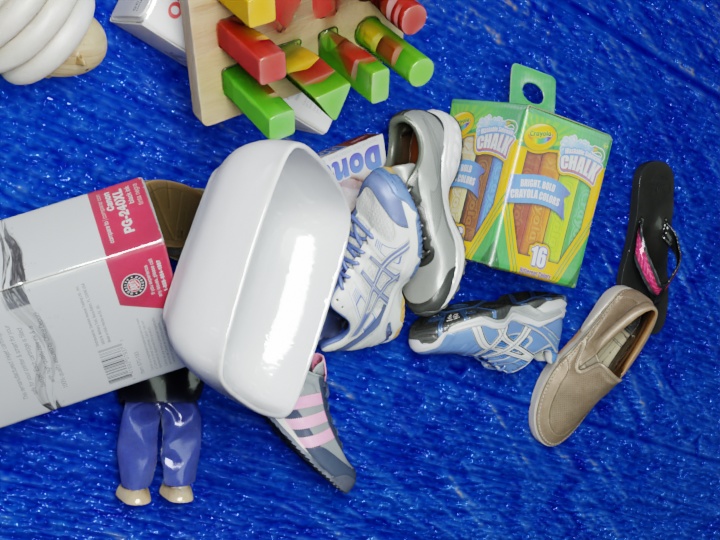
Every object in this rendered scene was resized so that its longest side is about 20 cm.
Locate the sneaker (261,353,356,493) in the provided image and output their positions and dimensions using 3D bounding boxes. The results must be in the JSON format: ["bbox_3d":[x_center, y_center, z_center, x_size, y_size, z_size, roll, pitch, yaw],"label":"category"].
[{"bbox_3d":[-0.048,0.128,1.138,0.082,0.070,0.201,-44,121,-13],"label":"sneaker"}]

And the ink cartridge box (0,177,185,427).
[{"bbox_3d":[-0.242,0.031,0.926,0.198,0.084,0.146,-17,138,-11],"label":"ink cartridge box"}]

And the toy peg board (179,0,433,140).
[{"bbox_3d":[-0.030,-0.211,0.922,0.198,0.098,0.201,-24,136,-25],"label":"toy peg board"}]

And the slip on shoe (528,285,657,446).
[{"bbox_3d":[0.261,0.111,1.331,0.076,0.060,0.201,38,87,-30],"label":"slip on shoe"}]

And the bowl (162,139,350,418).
[{"bbox_3d":[-0.083,0.005,0.949,0.200,0.074,0.202,47,58,-68],"label":"bowl"}]

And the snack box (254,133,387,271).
[{"bbox_3d":[-0.043,-0.066,1.095,0.199,0.024,0.073,-28,115,-45],"label":"snack box"}]

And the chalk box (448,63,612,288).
[{"bbox_3d":[0.158,-0.100,1.192,0.124,0.124,0.203,11,94,-34],"label":"chalk box"}]

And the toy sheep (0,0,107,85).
[{"bbox_3d":[-0.268,-0.217,0.893,0.200,0.137,0.139,39,79,-36],"label":"toy sheep"}]

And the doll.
[{"bbox_3d":[-0.183,0.104,1.059,0.135,0.048,0.203,1,99,-19],"label":"doll"}]

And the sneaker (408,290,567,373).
[{"bbox_3d":[0.138,0.070,1.242,0.198,0.075,0.078,-7,99,-30],"label":"sneaker"}]

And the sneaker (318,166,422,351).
[{"bbox_3d":[0.000,0.000,1.108,0.087,0.075,0.202,-16,132,-26],"label":"sneaker"}]

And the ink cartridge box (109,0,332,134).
[{"bbox_3d":[-0.092,-0.229,1.028,0.199,0.082,0.148,28,85,-34],"label":"ink cartridge box"}]

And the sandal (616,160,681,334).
[{"bbox_3d":[0.336,-0.023,1.369,0.074,0.045,0.203,-5,103,-32],"label":"sandal"}]

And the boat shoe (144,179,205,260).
[{"bbox_3d":[-0.141,-0.038,1.051,0.199,0.064,0.073,14,83,-49],"label":"boat shoe"}]

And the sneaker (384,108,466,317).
[{"bbox_3d":[0.052,-0.057,1.143,0.079,0.073,0.203,6,80,-49],"label":"sneaker"}]
